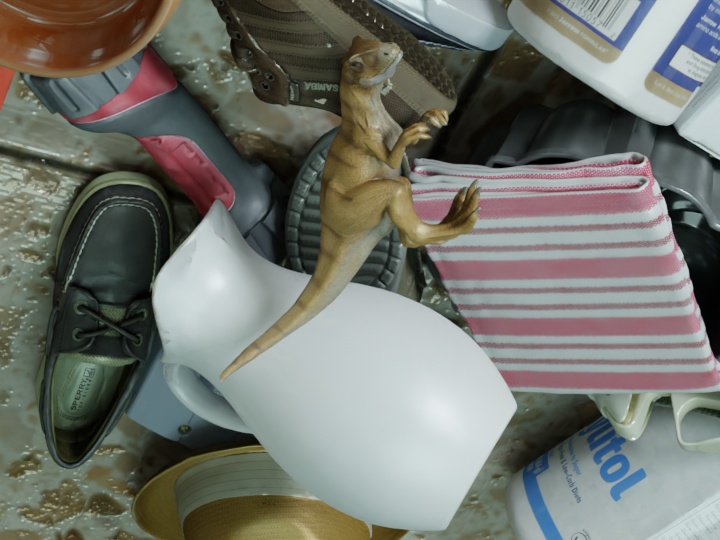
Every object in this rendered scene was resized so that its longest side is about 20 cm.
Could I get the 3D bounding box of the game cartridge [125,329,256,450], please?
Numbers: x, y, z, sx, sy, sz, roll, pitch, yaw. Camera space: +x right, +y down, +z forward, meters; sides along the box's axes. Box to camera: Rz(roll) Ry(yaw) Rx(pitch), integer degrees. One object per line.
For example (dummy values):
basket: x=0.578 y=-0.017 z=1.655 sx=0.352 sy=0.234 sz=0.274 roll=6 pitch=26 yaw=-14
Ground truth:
game cartridge: x=-0.044 y=0.070 z=1.187 sx=0.199 sy=0.042 sz=0.133 roll=15 pitch=128 yaw=-25

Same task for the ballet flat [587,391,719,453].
ballet flat: x=0.201 y=0.077 z=1.166 sx=0.199 sy=0.071 sz=0.069 roll=10 pitch=160 yaw=27

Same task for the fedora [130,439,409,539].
fedora: x=-0.055 y=0.182 z=1.215 sx=0.200 sy=0.082 sz=0.201 roll=-3 pitch=148 yaw=-2

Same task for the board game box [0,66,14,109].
board game box: x=-0.290 y=-0.060 z=1.009 sx=0.152 sy=0.040 sz=0.200 roll=12 pitch=125 yaw=-23

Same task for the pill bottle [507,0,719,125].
pill bottle: x=0.174 y=-0.187 z=0.969 sx=0.111 sy=0.111 sz=0.200 roll=25 pitch=107 yaw=-31

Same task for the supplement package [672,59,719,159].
supplement package: x=0.284 y=-0.120 z=1.063 sx=0.200 sy=0.111 sz=0.156 roll=27 pitch=118 yaw=-32

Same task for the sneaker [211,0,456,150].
sneaker: x=-0.041 y=-0.121 z=0.923 sx=0.075 sy=0.071 sz=0.200 roll=-41 pitch=117 yaw=20

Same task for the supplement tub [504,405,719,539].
supplement tub: x=0.211 y=0.147 z=1.254 sx=0.200 sy=0.132 sz=0.132 roll=-36 pitch=129 yaw=14

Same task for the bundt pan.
bundt pan: x=0.143 y=-0.024 z=1.092 sx=0.201 sy=0.076 sz=0.202 roll=14 pitch=142 yaw=11

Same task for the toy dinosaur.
toy dinosaur: x=0.002 y=-0.030 z=0.942 sx=0.106 sy=0.060 sz=0.201 roll=12 pitch=117 yaw=-7

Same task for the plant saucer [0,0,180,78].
plant saucer: x=-0.165 y=-0.187 z=0.880 sx=0.200 sy=0.032 sz=0.201 roll=16 pitch=130 yaw=20

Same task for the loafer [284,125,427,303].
loafer: x=0.000 y=0.000 z=1.097 sx=0.075 sy=0.070 sz=0.201 roll=9 pitch=120 yaw=13

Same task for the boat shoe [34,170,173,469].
boat shoe: x=-0.153 y=0.035 z=1.107 sx=0.071 sy=0.066 sz=0.201 roll=8 pitch=126 yaw=-19

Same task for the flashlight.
flashlight: x=-0.108 y=-0.065 z=1.037 sx=0.067 sy=0.068 sz=0.200 roll=-16 pitch=135 yaw=24

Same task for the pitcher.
pitcher: x=-0.023 y=0.070 z=1.045 sx=0.200 sy=0.121 sz=0.172 roll=31 pitch=149 yaw=7

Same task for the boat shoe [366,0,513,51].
boat shoe: x=-0.015 y=-0.150 z=0.986 sx=0.199 sy=0.072 sz=0.068 roll=18 pitch=121 yaw=-24

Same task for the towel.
towel: x=0.121 y=0.006 z=1.059 sx=0.146 sy=0.030 sz=0.200 roll=0 pitch=141 yaw=27
